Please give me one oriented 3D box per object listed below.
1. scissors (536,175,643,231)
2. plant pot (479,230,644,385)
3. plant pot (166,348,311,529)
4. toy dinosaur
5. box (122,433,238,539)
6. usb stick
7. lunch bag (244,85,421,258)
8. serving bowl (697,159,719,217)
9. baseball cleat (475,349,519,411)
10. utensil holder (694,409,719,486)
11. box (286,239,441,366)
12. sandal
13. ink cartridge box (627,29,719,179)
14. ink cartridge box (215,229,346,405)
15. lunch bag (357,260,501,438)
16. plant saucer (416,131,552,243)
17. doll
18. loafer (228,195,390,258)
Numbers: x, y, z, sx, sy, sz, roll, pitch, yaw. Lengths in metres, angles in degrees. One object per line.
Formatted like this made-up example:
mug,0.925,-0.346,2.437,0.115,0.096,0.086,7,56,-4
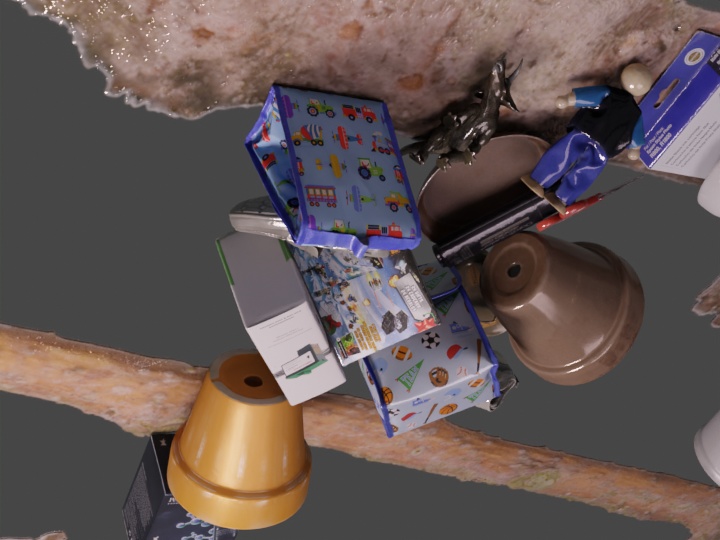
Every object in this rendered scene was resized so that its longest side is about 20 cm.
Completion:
scissors,0.301,-0.091,1.736,0.073,0.014,0.199,-35,174,41
plant pot,0.252,0.034,1.763,0.200,0.201,0.174,-39,137,21
plant pot,-0.156,0.216,1.802,0.199,0.200,0.185,-4,124,-23
toy dinosaur,0.120,-0.159,1.549,0.102,0.077,0.200,-35,174,-43
box,-0.253,0.338,1.955,0.147,0.108,0.201,0,138,-26
usb stick,0.186,-0.062,1.694,0.199,0.033,0.055,-28,152,7
lunch bag,-0.022,-0.096,1.451,0.149,0.201,0.094,4,136,-31
serving bowl,0.548,-0.136,1.762,0.199,0.066,0.201,-31,156,-15
baseball cleat,0.140,0.167,1.946,0.198,0.107,0.070,-13,130,-20
utensil holder,0.718,0.283,2.341,0.169,0.171,0.201,4,135,-31
box,0.000,0.000,1.625,0.136,0.040,0.201,-23,105,2
sandal,0.172,0.043,1.851,0.080,0.054,0.200,-23,144,1
ink cartridge box,0.451,-0.205,1.696,0.199,0.041,0.200,6,135,-32
ink cartridge box,-0.097,0.053,1.647,0.084,0.147,0.200,-24,145,0
lunch bag,0.072,0.088,1.731,0.169,0.201,0.124,-18,148,-5
plant saucer,0.158,-0.107,1.675,0.199,0.032,0.201,-14,144,-11
doll,0.283,-0.169,1.612,0.136,0.049,0.200,36,101,-23
loafer,-0.058,-0.047,1.545,0.198,0.070,0.070,6,117,18
